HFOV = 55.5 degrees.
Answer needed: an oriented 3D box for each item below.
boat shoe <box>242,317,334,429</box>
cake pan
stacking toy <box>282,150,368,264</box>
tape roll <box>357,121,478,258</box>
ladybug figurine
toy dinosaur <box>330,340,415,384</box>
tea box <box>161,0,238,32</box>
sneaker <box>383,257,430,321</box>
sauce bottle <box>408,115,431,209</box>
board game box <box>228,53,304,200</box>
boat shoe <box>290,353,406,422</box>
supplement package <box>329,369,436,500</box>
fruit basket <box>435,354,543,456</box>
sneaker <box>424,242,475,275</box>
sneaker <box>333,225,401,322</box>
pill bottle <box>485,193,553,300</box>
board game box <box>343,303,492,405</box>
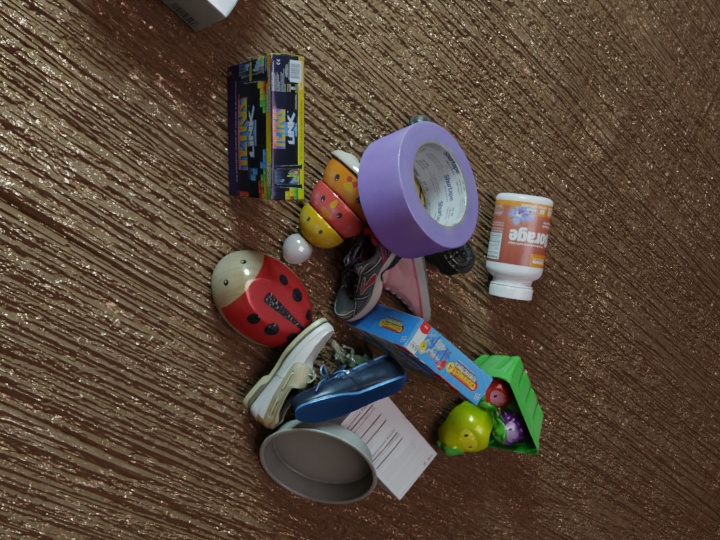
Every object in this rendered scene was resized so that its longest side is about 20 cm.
[{"bbox_3d":[-0.104,0.169,1.118,0.200,0.068,0.075,-51,161,6],"label":"boat shoe"},{"bbox_3d":[-0.067,0.315,1.138,0.200,0.200,0.037,52,33,-26],"label":"cake pan"},{"bbox_3d":[-0.050,-0.084,1.127,0.200,0.146,0.146,-47,119,1],"label":"stacking toy"},{"bbox_3d":[0.093,-0.123,1.065,0.200,0.085,0.200,17,66,-45],"label":"tape roll"},{"bbox_3d":[-0.148,0.051,1.101,0.200,0.072,0.136,41,76,-29],"label":"ladybug figurine"},{"bbox_3d":[0.003,0.159,1.200,0.200,0.088,0.047,26,99,-38],"label":"toy dinosaur"},{"bbox_3d":[-0.232,-0.478,0.936,0.200,0.134,0.197,38,78,-30],"label":"tea box"},{"bbox_3d":[0.070,0.017,1.239,0.104,0.075,0.200,-9,132,7],"label":"sneaker"},{"bbox_3d":[0.098,-0.176,1.195,0.066,0.066,0.200,24,63,-32],"label":"sauce bottle"},{"bbox_3d":[-0.142,-0.207,1.012,0.057,0.165,0.200,-4,99,-32],"label":"board game box"},{"bbox_3d":[-0.025,0.189,1.107,0.200,0.069,0.084,-10,140,-29],"label":"boat shoe"},{"bbox_3d":[0.021,0.289,1.216,0.110,0.114,0.200,-47,116,-18],"label":"supplement package"},{"bbox_3d":[0.250,0.290,1.350,0.215,0.155,0.216,4,84,-46],"label":"fruit basket"},{"bbox_3d":[0.119,-0.067,1.248,0.076,0.091,0.200,-36,92,-25],"label":"sneaker"},{"bbox_3d":[0.000,0.000,1.148,0.075,0.081,0.200,-3,129,-45],"label":"sneaker"},{"bbox_3d":[0.308,-0.046,1.344,0.112,0.112,0.200,5,94,-32],"label":"pill bottle"},{"bbox_3d":[0.097,0.137,1.190,0.196,0.200,0.056,40,77,-29],"label":"board game box"}]
